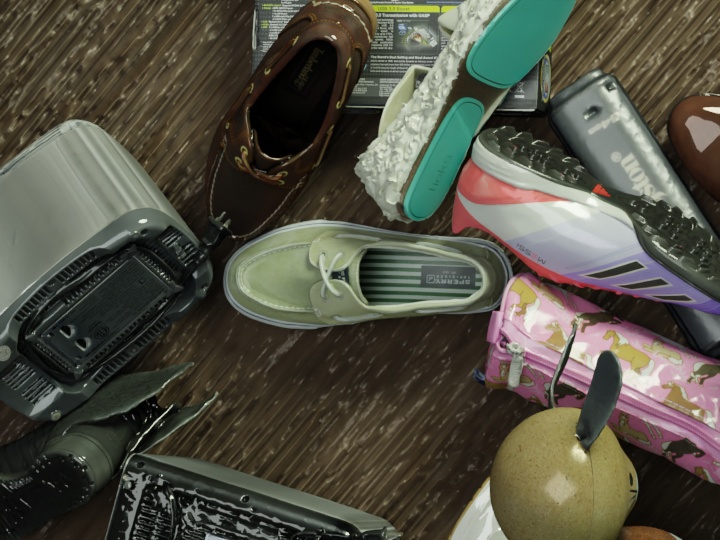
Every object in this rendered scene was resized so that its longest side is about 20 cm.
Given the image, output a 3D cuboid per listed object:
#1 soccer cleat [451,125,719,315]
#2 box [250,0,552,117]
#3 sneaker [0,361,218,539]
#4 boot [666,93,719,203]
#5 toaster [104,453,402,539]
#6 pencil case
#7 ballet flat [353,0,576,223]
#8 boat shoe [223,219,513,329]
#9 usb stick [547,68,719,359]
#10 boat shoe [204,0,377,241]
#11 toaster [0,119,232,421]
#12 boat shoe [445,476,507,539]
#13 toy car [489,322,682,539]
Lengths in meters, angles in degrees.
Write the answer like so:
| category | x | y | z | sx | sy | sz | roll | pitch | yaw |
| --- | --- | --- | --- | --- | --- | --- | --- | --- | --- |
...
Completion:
| category | x | y | z | sx | sy | sz | roll | pitch | yaw |
| --- | --- | --- | --- | --- | --- | --- | --- | --- | --- |
| soccer cleat | 0.151 | -0.016 | 1.538 | 0.199 | 0.068 | 0.074 | 29 | 116 | 10 |
| box | 0.029 | -0.184 | 1.618 | 0.198 | 0.044 | 0.162 | 2 | 87 | 15 |
| sneaker | -0.191 | 0.119 | 1.654 | 0.199 | 0.104 | 0.060 | -21 | 110 | 47 |
| boot | 0.248 | -0.047 | 1.470 | 0.068 | 0.200 | 0.189 | -43 | 78 | 10 |
| toaster | -0.074 | 0.226 | 1.589 | 0.198 | 0.119 | 0.182 | 15 | 92 | 16 |
| pencil case | 0.173 | 0.074 | 1.540 | 0.199 | 0.083 | 0.087 | 25 | 56 | 13 |
| ballet flat | 0.060 | -0.125 | 1.553 | 0.072 | 0.072 | 0.201 | 36 | 97 | 14 |
| boat shoe | 0.000 | 0.000 | 1.607 | 0.198 | 0.062 | 0.073 | -3 | 87 | 16 |
| usb stick | 0.190 | -0.037 | 1.572 | 0.055 | 0.033 | 0.201 | -34 | 79 | 12 |
| boat shoe | -0.054 | -0.093 | 1.584 | 0.070 | 0.071 | 0.201 | 25 | 125 | -3 |
| toaster | -0.191 | -0.009 | 1.618 | 0.200 | 0.114 | 0.129 | -41 | 51 | 5 |
| boat shoe | 0.085 | 0.193 | 1.569 | 0.069 | 0.071 | 0.201 | 34 | 94 | 15 |
| toy car | 0.138 | 0.137 | 1.450 | 0.156 | 0.164 | 0.202 | -1 | 99 | -13 |
